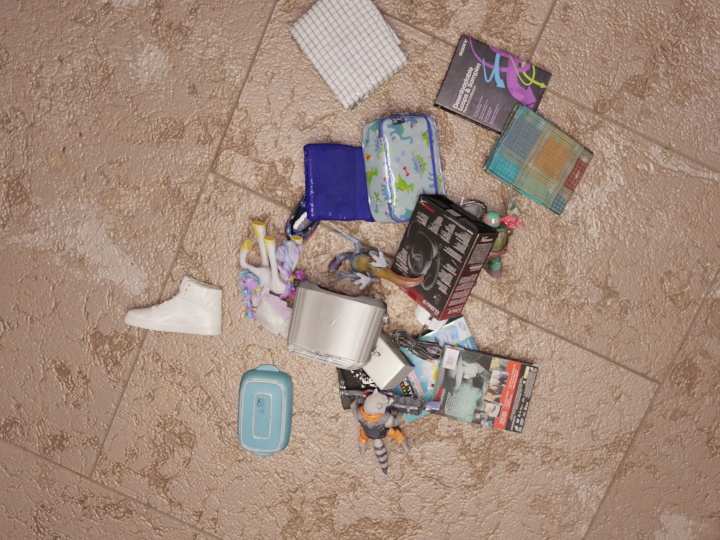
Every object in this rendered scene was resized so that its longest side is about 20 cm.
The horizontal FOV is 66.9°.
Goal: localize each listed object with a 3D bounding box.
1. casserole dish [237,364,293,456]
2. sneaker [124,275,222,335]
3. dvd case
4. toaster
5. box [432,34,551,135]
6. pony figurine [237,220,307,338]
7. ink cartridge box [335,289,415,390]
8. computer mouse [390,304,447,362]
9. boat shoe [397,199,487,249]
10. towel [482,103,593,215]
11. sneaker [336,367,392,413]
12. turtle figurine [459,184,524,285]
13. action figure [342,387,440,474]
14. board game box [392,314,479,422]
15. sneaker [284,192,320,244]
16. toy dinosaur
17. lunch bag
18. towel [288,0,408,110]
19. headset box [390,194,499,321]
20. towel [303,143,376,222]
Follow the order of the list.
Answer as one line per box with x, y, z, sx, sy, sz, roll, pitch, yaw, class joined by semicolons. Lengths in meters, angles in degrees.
-0.207;0.305;1.164;0.118;0.039;0.205;4;95;1;casserole dish
-0.384;0.066;1.133;0.195;0.074;0.118;5;94;-9;sneaker
0.249;0.240;1.107;0.196;0.022;0.149;12;98;-2;dvd case
-0.052;0.097;0.975;0.196;0.114;0.132;13;85;10;toaster
0.261;-0.360;1.088;0.197;0.036;0.146;22;96;0;box
-0.165;0.025;1.084;0.190;0.166;0.204;20;117;25;pony figurine
0.011;0.136;1.073;0.067;0.116;0.200;-44;71;4;ink cartridge box
0.146;0.077;1.090;0.108;0.044;0.203;28;70;-4;computer mouse
0.166;-0.082;1.104;0.197;0.060;0.075;-25;94;4;boat shoe
0.357;-0.218;1.084;0.197;0.022;0.149;27;96;-15;towel
0.004;0.221;1.141;0.102;0.060;0.204;-8;101;5;sneaker
0.239;-0.061;1.044;0.146;0.102;0.203;-6;134;-3;turtle figurine
0.058;0.306;1.075;0.196;0.106;0.196;-1;132;18;action figure
0.154;0.203;1.139;0.197;0.047;0.153;-26;94;4;board game box
-0.087;-0.135;1.097;0.075;0.078;0.202;31;96;-2;sneaker
0.000;0.000;1.062;0.198;0.181;0.106;30;90;-8;toy dinosaur
0.088;-0.198;1.056;0.159;0.082;0.205;-12;98;-37;lunch bag
-0.021;-0.435;1.067;0.165;0.086;0.201;-38;92;3;towel
0.145;-0.018;1.017;0.148;0.076;0.203;39;122;36;headset box
-0.020;-0.170;1.071;0.196;0.049;0.151;-3;91;-28;towel
